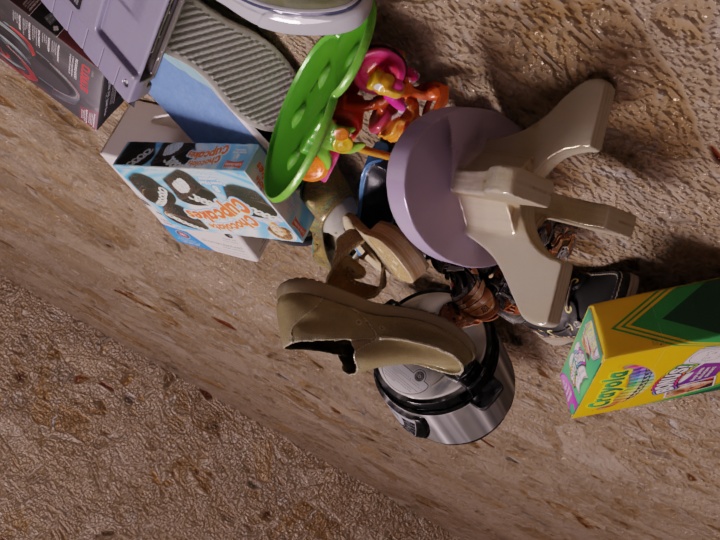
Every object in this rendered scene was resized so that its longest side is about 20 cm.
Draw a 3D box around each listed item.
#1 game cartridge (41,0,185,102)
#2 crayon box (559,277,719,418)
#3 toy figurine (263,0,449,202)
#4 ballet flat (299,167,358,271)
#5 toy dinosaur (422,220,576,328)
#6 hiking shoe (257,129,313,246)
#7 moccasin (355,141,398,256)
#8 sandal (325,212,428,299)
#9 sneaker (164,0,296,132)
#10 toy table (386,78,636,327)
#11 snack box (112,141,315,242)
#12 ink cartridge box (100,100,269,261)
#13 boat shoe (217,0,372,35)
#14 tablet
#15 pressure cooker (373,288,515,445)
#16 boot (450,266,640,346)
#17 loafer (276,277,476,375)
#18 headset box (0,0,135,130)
[{"bbox_3d":[-0.188,-0.239,0.628,0.130,0.038,0.200,45,140,1],"label":"game cartridge"},{"bbox_3d":[0.295,0.079,0.799,0.171,0.059,0.200,-12,154,0],"label":"crayon box"},{"bbox_3d":[0.038,-0.117,0.715,0.182,0.151,0.200,19,139,-22],"label":"toy figurine"},{"bbox_3d":[-0.026,-0.051,0.945,0.070,0.071,0.200,22,157,10],"label":"ballet flat"},{"bbox_3d":[0.111,0.004,0.814,0.136,0.199,0.102,57,171,17],"label":"toy dinosaur"},{"bbox_3d":[-0.085,-0.087,0.949,0.100,0.076,0.200,14,156,37],"label":"hiking shoe"},{"bbox_3d":[0.034,-0.056,0.880,0.068,0.081,0.200,18,160,8],"label":"moccasin"},{"bbox_3d":[-0.004,-0.004,0.780,0.078,0.070,0.212,51,171,-11],"label":"sandal"},{"bbox_3d":[-0.135,-0.206,0.761,0.200,0.074,0.082,37,-174,-38],"label":"sneaker"},{"bbox_3d":[0.126,-0.059,0.648,0.199,0.186,0.116,-6,-164,-44],"label":"toy table"},{"bbox_3d":[-0.156,-0.084,0.869,0.198,0.037,0.116,7,151,36],"label":"snack box"},{"bbox_3d":[-0.207,-0.108,1.032,0.145,0.085,0.200,14,157,27],"label":"ink cartridge box"},{"bbox_3d":[-0.084,-0.232,0.607,0.198,0.072,0.062,22,154,14],"label":"boat shoe"},{"bbox_3d":[-0.168,-0.170,0.846,0.200,0.014,0.130,47,155,-1],"label":"tablet"},{"bbox_3d":[0.107,0.121,1.094,0.174,0.180,0.200,-8,148,17],"label":"pressure cooker"},{"bbox_3d":[0.191,0.019,0.883,0.149,0.074,0.200,25,167,-7],"label":"boot"},{"bbox_3d":[0.011,0.067,0.768,0.198,0.068,0.076,16,159,-7],"label":"loafer"},{"bbox_3d":[-0.301,-0.238,0.814,0.199,0.075,0.148,38,158,-10],"label":"headset box"}]
